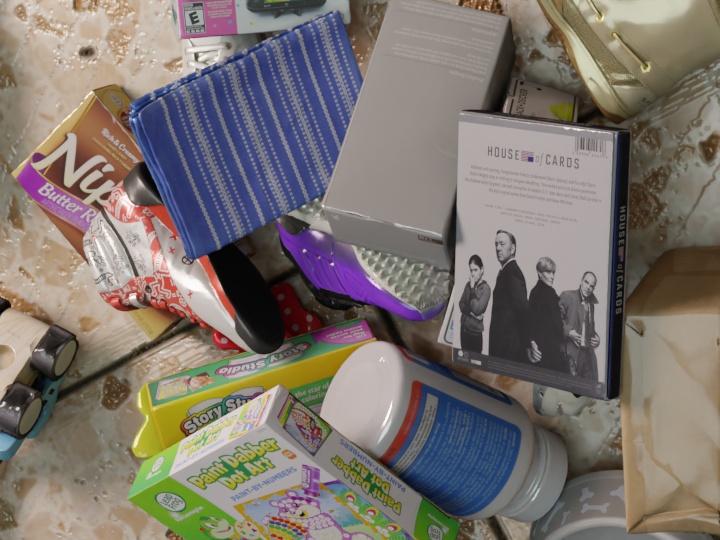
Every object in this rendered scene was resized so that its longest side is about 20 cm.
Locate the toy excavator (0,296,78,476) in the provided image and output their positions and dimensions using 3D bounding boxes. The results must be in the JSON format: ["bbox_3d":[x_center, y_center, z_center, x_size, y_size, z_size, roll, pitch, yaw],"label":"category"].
[{"bbox_3d":[-0.339,0.148,1.692,0.099,0.200,0.195,24,64,12],"label":"toy excavator"}]

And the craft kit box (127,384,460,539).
[{"bbox_3d":[-0.056,0.193,1.468,0.197,0.049,0.200,40,137,-18],"label":"craft kit box"}]

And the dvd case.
[{"bbox_3d":[0.134,-0.014,1.369,0.150,0.025,0.201,12,106,41],"label":"dvd case"}]

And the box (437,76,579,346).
[{"bbox_3d":[0.121,-0.043,1.478,0.060,0.117,0.201,15,113,2],"label":"box"}]

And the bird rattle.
[{"bbox_3d":[-0.101,0.117,1.629,0.200,0.113,0.163,-38,101,8],"label":"bird rattle"}]

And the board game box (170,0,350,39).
[{"bbox_3d":[-0.090,-0.299,1.506,0.146,0.064,0.201,-6,101,-7],"label":"board game box"}]

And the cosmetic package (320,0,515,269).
[{"bbox_3d":[0.050,-0.113,1.469,0.106,0.090,0.201,16,76,13],"label":"cosmetic package"}]

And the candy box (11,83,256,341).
[{"bbox_3d":[-0.202,-0.053,1.624,0.117,0.056,0.200,-40,89,21],"label":"candy box"}]

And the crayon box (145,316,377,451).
[{"bbox_3d":[-0.065,0.153,1.567,0.199,0.058,0.174,-17,111,-5],"label":"crayon box"}]

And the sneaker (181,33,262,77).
[{"bbox_3d":[-0.121,-0.144,1.564,0.072,0.085,0.201,-6,99,20],"label":"sneaker"}]

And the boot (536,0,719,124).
[{"bbox_3d":[0.219,-0.237,1.443,0.155,0.073,0.201,-28,94,21],"label":"boot"}]

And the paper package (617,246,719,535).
[{"bbox_3d":[0.273,0.093,1.432,0.103,0.200,0.192,-1,102,19],"label":"paper package"}]

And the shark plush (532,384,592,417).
[{"bbox_3d":[0.168,0.026,1.524,0.083,0.091,0.201,1,109,48],"label":"shark plush"}]

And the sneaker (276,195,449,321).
[{"bbox_3d":[0.000,0.000,1.544,0.200,0.069,0.100,39,139,35],"label":"sneaker"}]

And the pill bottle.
[{"bbox_3d":[0.074,0.142,1.509,0.199,0.112,0.112,25,113,-30],"label":"pill bottle"}]

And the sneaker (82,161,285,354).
[{"bbox_3d":[-0.155,0.014,1.551,0.108,0.067,0.202,-45,77,27],"label":"sneaker"}]

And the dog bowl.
[{"bbox_3d":[0.229,0.268,1.532,0.199,0.059,0.201,10,119,18],"label":"dog bowl"}]

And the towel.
[{"bbox_3d":[-0.080,-0.110,1.490,0.199,0.024,0.146,-27,114,-15],"label":"towel"}]
